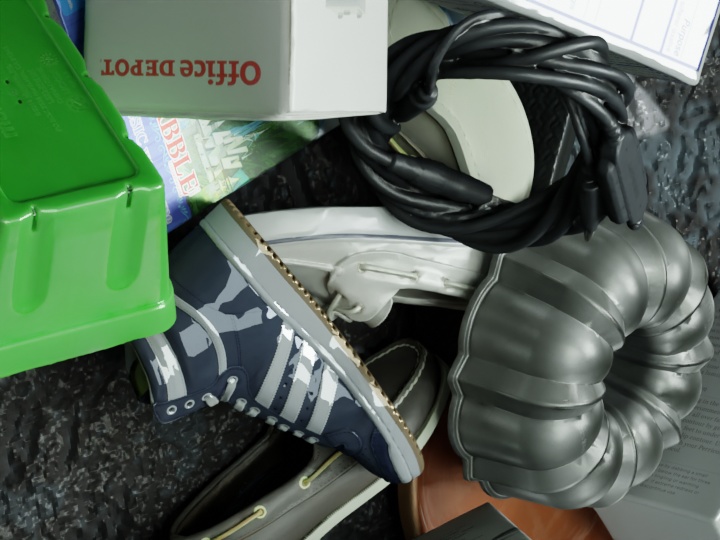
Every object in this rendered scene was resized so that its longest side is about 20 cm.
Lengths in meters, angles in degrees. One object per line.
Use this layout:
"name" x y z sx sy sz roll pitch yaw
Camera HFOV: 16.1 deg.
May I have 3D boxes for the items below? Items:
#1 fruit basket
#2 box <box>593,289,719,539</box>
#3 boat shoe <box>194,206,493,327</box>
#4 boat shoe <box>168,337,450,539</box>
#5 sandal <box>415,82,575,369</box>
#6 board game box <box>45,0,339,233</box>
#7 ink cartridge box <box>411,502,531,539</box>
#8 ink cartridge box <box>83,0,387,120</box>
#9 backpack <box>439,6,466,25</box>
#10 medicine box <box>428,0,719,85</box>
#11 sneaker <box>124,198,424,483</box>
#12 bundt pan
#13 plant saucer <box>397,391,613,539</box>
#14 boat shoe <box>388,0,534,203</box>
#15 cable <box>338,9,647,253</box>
"fruit basket" -0.186 -0.024 1.294 0.155 0.215 0.217 -14 106 -32
"box" 0.259 0.124 1.632 0.200 0.106 0.153 -51 130 -27
"boat shoe" 0.000 0.000 1.459 0.199 0.072 0.066 2 83 -30
"boat shoe" -0.028 0.108 1.473 0.201 0.072 0.061 -46 125 -17
"sandal" 0.093 -0.030 1.540 0.048 0.075 0.202 30 78 -61
"board game box" -0.091 -0.145 1.387 0.199 0.041 0.201 -35 117 -36
"ink cartridge box" 0.090 0.230 1.450 0.083 0.200 0.146 -27 100 -6
"ink cartridge box" -0.063 -0.177 1.279 0.083 0.146 0.201 -4 97 -50
"backpack" 0.054 -0.227 1.444 0.163 0.153 0.201 -28 127 -35
"medicine box" 0.107 -0.217 1.345 0.199 0.103 0.183 18 90 -33
"sneaker" -0.056 0.066 1.401 0.108 0.070 0.200 -39 115 -4
"bundt pan" 0.142 0.054 1.507 0.201 0.076 0.203 -26 127 -41
"plant saucer" 0.104 0.121 1.593 0.199 0.032 0.202 -8 103 -34
"boat shoe" 0.038 -0.095 1.447 0.202 0.060 0.072 46 52 -49
"cable" 0.068 -0.078 1.360 0.200 0.162 0.051 63 36 -55
